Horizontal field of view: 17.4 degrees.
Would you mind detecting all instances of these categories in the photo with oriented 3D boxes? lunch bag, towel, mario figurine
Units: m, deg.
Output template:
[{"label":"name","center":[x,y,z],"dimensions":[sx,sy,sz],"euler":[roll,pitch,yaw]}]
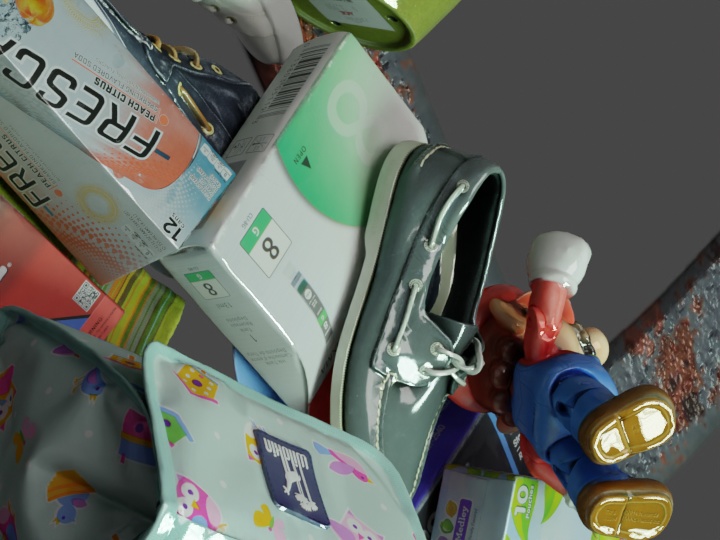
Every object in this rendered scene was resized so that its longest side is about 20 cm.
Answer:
[{"label":"lunch bag","center":[-0.075,0.106,1.050],"dimensions":[0.170,0.200,0.122],"euler":[29,83,-36]},{"label":"towel","center":[-0.165,-0.023,1.153],"dimensions":[0.200,0.018,0.086],"euler":[46,32,-22]},{"label":"mario figurine","center":[0.121,0.060,1.260],"dimensions":[0.106,0.200,0.123],"euler":[28,101,-29]}]

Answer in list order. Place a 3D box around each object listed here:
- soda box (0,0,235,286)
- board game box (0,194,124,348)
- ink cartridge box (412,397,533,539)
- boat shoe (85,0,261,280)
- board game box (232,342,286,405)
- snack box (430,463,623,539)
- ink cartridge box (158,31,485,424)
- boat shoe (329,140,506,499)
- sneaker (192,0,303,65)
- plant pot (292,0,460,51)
[{"label":"soda box","center":[-0.155,-0.089,1.135],"dimensions":[0.200,0.068,0.064],"euler":[49,48,-17]},{"label":"board game box","center":[-0.202,0.067,1.084],"dimensions":[0.200,0.019,0.103],"euler":[-54,128,-13]},{"label":"ink cartridge box","center":[0.057,0.124,1.354],"dimensions":[0.198,0.043,0.200],"euler":[-54,135,-35]},{"label":"boat shoe","center":[-0.115,-0.097,1.222],"dimensions":[0.091,0.071,0.200],"euler":[-55,129,-38]},{"label":"board game box","center":[-0.022,0.029,1.310],"dimensions":[0.200,0.039,0.158],"euler":[-40,121,-47]},{"label":"snack box","center":[0.084,0.215,1.326],"dimensions":[0.142,0.053,0.200],"euler":[15,85,-53]},{"label":"ink cartridge box","center":[0.000,0.000,1.252],"dimensions":[0.200,0.050,0.161],"euler":[49,53,-26]},{"label":"boat shoe","center":[0.033,0.032,1.227],"dimensions":[0.073,0.062,0.200],"euler":[15,83,-59]},{"label":"sneaker","center":[-0.105,-0.174,1.256],"dimensions":[0.085,0.073,0.200],"euler":[-38,126,-5]},{"label":"plant pot","center":[0.027,-0.232,1.326],"dimensions":[0.187,0.187,0.200],"euler":[36,73,-38]}]
